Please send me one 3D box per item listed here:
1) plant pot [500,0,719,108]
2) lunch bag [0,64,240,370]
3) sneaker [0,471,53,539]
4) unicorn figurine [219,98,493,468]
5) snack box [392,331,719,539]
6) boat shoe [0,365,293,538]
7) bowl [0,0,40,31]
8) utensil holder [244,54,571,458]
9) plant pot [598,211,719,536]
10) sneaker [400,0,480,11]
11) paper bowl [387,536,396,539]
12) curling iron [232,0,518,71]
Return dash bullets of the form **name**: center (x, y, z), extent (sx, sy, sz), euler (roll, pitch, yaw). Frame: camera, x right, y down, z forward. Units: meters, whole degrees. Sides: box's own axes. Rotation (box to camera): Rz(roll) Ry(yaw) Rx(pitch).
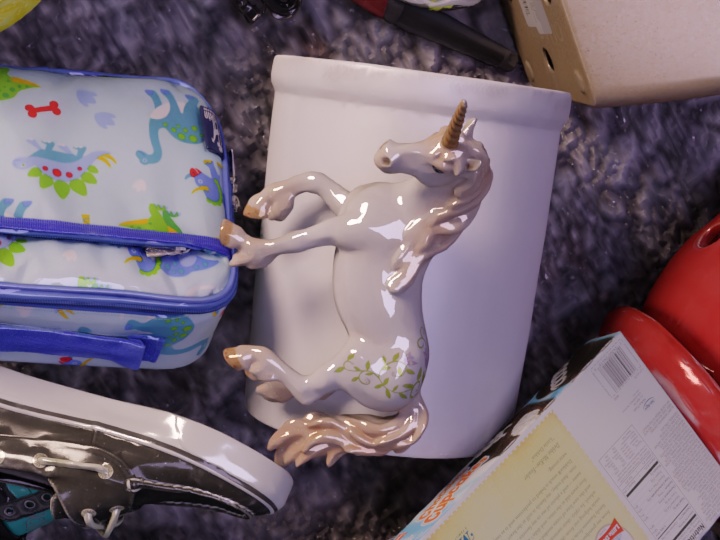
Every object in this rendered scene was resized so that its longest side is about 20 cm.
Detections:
- **plant pot**: center (0.173, -0.195, 0.821), extent (0.176, 0.200, 0.201), euler (-22, 104, -3)
- **lunch bag**: center (-0.164, -0.029, 0.737), extent (0.198, 0.083, 0.162), euler (6, 53, -19)
- **sneaker**: center (-0.203, 0.148, 0.789), extent (0.120, 0.084, 0.202), euler (-10, 99, -8)
- **unicorn figurine**: center (0.000, 0.000, 0.688), extent (0.136, 0.074, 0.201), euler (1, 117, 17)
- **snack box**: center (0.105, 0.139, 0.746), extent (0.200, 0.037, 0.116), euler (-40, 96, -29)
- **boat shoe**: center (-0.135, 0.102, 0.721), extent (0.198, 0.071, 0.064), euler (15, 68, 4)
- **bowl**: center (-0.240, -0.202, 0.672), extent (0.198, 0.108, 0.202), euler (2, 103, 11)
- **utensil holder**: center (0.021, -0.012, 0.797), extent (0.169, 0.170, 0.202), euler (6, 97, -19)
- **plant pot**: center (0.259, 0.056, 0.872), extent (0.182, 0.200, 0.201), euler (-33, 106, -6)
- **sneaker**: center (0.013, -0.231, 0.803), extent (0.200, 0.076, 0.076), euler (45, 56, -20)
- **paper bowl**: center (0.030, 0.256, 0.816), extent (0.103, 0.201, 0.203), euler (4, 96, -18)
- **curling iron**: center (0.008, -0.155, 0.850), extent (0.199, 0.026, 0.050), euler (12, 114, -25)
